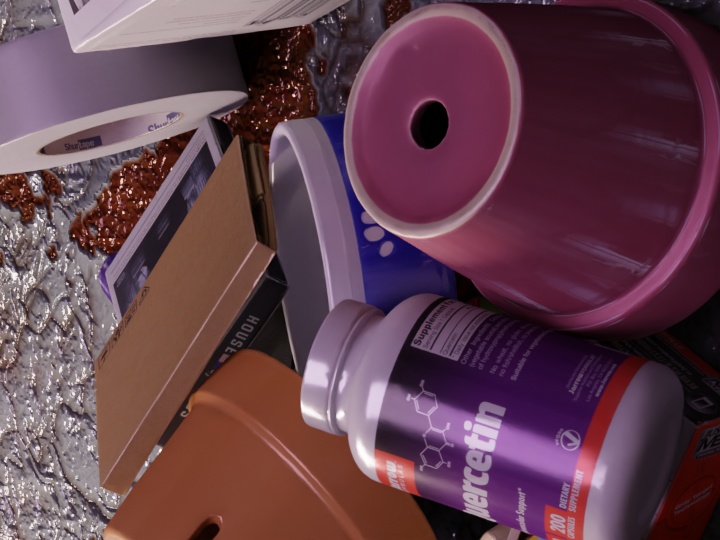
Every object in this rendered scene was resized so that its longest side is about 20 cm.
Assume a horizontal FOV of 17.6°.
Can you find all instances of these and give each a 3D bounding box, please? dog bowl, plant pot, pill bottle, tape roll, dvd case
[{"bbox_3d":[0.000,0.000,1.463,0.200,0.079,0.200,171,90,-80],"label":"dog bowl"},{"bbox_3d":[0.096,-0.067,1.288,0.200,0.179,0.200,-9,76,42],"label":"plant pot"},{"bbox_3d":[-0.064,0.169,1.449,0.200,0.140,0.200,43,161,19],"label":"plant pot"},{"bbox_3d":[0.072,0.081,1.302,0.200,0.112,0.113,17,114,20],"label":"pill bottle"},{"bbox_3d":[-0.181,-0.125,1.610,0.200,0.200,0.066,-19,85,49],"label":"tape roll"},{"bbox_3d":[-0.115,0.006,1.594,0.150,0.025,0.200,-55,31,22],"label":"dvd case"}]

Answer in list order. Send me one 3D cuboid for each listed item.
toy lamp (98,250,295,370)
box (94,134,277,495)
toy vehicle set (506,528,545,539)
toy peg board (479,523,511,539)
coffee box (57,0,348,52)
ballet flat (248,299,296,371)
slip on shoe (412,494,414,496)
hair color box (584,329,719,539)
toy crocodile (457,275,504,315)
[{"bbox_3d":[-0.119,0.040,1.692,0.200,0.058,0.058,33,123,40],"label":"toy lamp"},{"bbox_3d":[-0.116,0.027,1.506,0.200,0.021,0.164,-56,21,20],"label":"box"},{"bbox_3d":[0.162,0.224,1.322,0.200,0.027,0.124,20,85,9],"label":"toy vehicle set"},{"bbox_3d":[0.088,0.288,1.422,0.200,0.098,0.199,54,154,16],"label":"toy peg board"},{"bbox_3d":[-0.076,-0.270,1.455,0.200,0.200,0.198,-24,81,49],"label":"coffee box"},{"bbox_3d":[-0.048,0.009,1.594,0.067,0.064,0.200,168,117,-75],"label":"ballet flat"},{"bbox_3d":[0.004,0.132,1.558,0.061,0.074,0.200,50,142,-5],"label":"slip on shoe"},{"bbox_3d":[0.154,0.137,1.402,0.102,0.061,0.200,43,130,34],"label":"hair color box"},{"bbox_3d":[0.083,0.041,1.421,0.068,0.062,0.200,115,157,-63],"label":"toy crocodile"}]
